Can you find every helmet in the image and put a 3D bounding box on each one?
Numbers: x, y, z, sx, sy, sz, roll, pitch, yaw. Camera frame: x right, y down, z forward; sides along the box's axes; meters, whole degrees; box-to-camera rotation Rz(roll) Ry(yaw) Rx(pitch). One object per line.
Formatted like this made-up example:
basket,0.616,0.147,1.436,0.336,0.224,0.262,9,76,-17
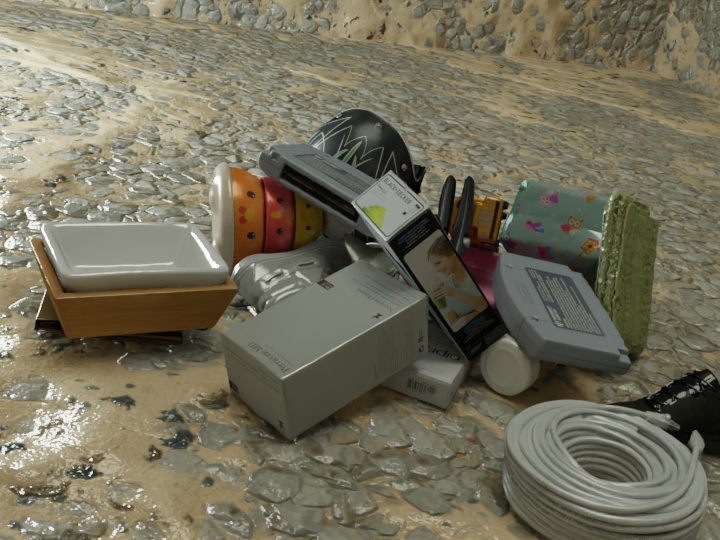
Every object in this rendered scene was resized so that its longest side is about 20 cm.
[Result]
helmet,-0.005,-0.137,1.400,0.197,0.203,0.190,18,9,17

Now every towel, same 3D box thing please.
towel,0.339,0.005,1.209,0.036,0.204,0.147,3,-5,36

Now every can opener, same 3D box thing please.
can opener,0.123,-0.060,1.265,0.062,0.079,0.201,15,45,11

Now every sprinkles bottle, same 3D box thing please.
sprinkles bottle,0.221,0.090,1.150,0.068,0.069,0.199,25,26,30

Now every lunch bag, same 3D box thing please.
lunch bag,0.313,-0.031,1.354,0.168,0.123,0.200,16,-16,33

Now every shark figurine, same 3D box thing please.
shark figurine,0.014,-0.015,1.202,0.089,0.128,0.214,41,31,2

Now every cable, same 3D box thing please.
cable,0.232,0.197,0.907,0.197,0.070,0.200,14,24,11

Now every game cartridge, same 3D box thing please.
game cartridge,-0.023,-0.105,1.228,0.198,0.042,0.133,32,16,19
game cartridge,0.227,0.047,1.119,0.131,0.042,0.201,8,29,-11

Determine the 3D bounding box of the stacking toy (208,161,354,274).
stacking toy,-0.100,-0.071,1.256,0.196,0.148,0.146,-3,25,-14

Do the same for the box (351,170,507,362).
box,0.078,-0.004,1.063,0.060,0.201,0.117,-36,34,-1

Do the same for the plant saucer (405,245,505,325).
plant saucer,0.150,0.023,1.299,0.197,0.052,0.201,9,24,-4

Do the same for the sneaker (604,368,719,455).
sneaker,0.351,0.151,1.040,0.197,0.092,0.076,1,26,-19

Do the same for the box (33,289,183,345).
box,-0.291,0.027,1.127,0.161,0.022,0.201,6,24,-12

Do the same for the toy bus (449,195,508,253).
toy bus,0.174,-0.067,1.399,0.077,0.066,0.200,13,-3,9

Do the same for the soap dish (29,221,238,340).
soap dish,-0.255,0.008,1.051,0.197,0.082,0.157,-3,26,-29

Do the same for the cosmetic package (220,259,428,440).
cosmetic package,-0.034,0.077,0.990,0.199,0.082,0.112,-28,39,-35

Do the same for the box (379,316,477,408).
box,0.067,0.087,1.131,0.142,0.037,0.200,18,22,15

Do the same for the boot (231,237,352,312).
boot,-0.064,0.020,1.207,0.198,0.074,0.096,-14,46,-41
